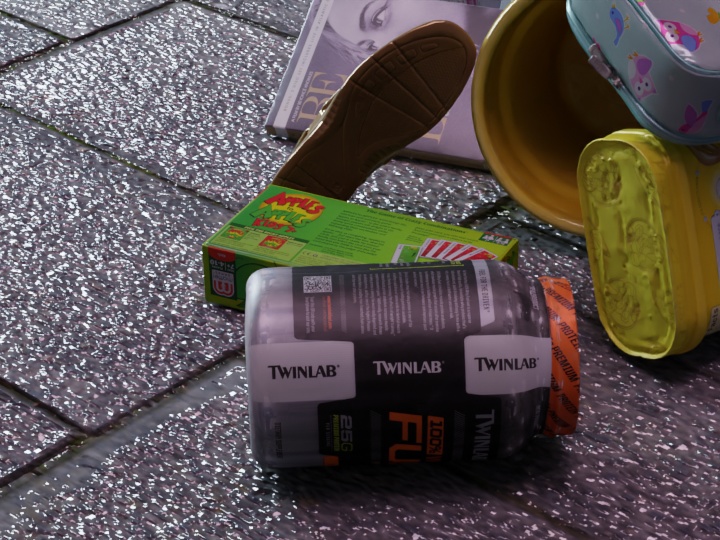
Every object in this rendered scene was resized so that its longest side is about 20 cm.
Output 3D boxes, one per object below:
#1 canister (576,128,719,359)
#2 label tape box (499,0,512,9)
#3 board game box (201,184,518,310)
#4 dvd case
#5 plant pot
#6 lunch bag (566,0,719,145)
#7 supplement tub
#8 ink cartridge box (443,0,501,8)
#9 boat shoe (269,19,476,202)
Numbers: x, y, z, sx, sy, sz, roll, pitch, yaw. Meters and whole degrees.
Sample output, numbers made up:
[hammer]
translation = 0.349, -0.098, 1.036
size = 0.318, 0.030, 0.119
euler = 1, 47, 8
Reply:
[canister]
translation = 0.255, -0.038, 1.325
size = 0.198, 0.150, 0.086
euler = -16, 12, -30
[label tape box]
translation = 0.205, -0.232, 1.612
size = 0.142, 0.067, 0.200
euler = 14, -6, -8
[board game box]
translation = 0.000, 0.000, 1.369
size = 0.198, 0.048, 0.102
euler = 13, 33, 23
[dvd case]
translation = 0.035, -0.162, 1.606
size = 0.198, 0.016, 0.150
euler = 10, 63, 20
[plant pot]
translation = 0.196, -0.140, 1.481
size = 0.198, 0.203, 0.189
euler = 6, 14, 12
[lunch bag]
translation = 0.241, -0.158, 1.285
size = 0.198, 0.077, 0.161
euler = -13, 56, -27
[supplement tub]
translation = 0.030, 0.056, 1.196
size = 0.198, 0.124, 0.123
euler = -2, 30, -1
[ink cartridge box]
translation = 0.076, -0.283, 1.818
size = 0.198, 0.085, 0.145
euler = 1, 30, 0
[boat shoe]
translation = 0.005, -0.114, 1.458
size = 0.200, 0.074, 0.069
euler = -43, 13, 13
